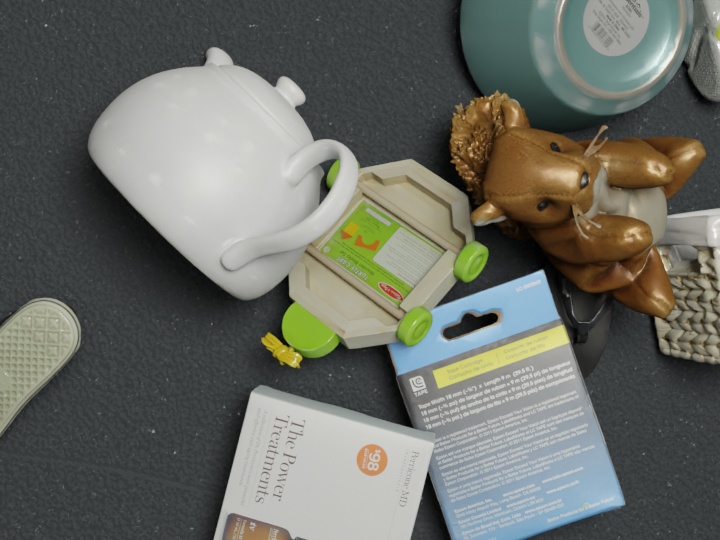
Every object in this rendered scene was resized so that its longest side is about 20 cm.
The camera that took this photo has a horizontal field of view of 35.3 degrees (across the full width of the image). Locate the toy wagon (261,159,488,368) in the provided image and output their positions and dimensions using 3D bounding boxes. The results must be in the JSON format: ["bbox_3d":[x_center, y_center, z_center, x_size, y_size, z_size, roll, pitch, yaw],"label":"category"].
[{"bbox_3d":[0.000,0.000,0.912,0.155,0.040,0.200,36,78,28],"label":"toy wagon"}]

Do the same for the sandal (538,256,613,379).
[{"bbox_3d":[0.194,-0.004,0.979,0.075,0.043,0.202,15,84,-9],"label":"sandal"}]

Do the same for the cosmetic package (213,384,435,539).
[{"bbox_3d":[-0.037,0.208,0.891,0.150,0.052,0.202,14,92,3],"label":"cosmetic package"}]

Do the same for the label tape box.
[{"bbox_3d":[0.115,0.116,0.933,0.143,0.063,0.202,-19,89,2],"label":"label tape box"}]

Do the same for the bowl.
[{"bbox_3d":[0.192,-0.205,0.931,0.199,0.105,0.203,-4,108,-14],"label":"bowl"}]

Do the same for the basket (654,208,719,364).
[{"bbox_3d":[0.355,0.003,0.958,0.198,0.135,0.125,-9,93,-13],"label":"basket"}]

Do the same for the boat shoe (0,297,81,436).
[{"bbox_3d":[-0.294,0.093,0.879,0.200,0.062,0.075,-41,98,5],"label":"boat shoe"}]

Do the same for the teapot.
[{"bbox_3d":[-0.095,-0.084,0.852,0.146,0.197,0.200,-45,85,1],"label":"teapot"}]

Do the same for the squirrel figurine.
[{"bbox_3d":[0.142,-0.063,0.878,0.186,0.199,0.143,10,99,-45],"label":"squirrel figurine"}]

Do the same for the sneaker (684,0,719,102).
[{"bbox_3d":[0.335,-0.253,1.006,0.104,0.076,0.202,-8,87,-11],"label":"sneaker"}]
